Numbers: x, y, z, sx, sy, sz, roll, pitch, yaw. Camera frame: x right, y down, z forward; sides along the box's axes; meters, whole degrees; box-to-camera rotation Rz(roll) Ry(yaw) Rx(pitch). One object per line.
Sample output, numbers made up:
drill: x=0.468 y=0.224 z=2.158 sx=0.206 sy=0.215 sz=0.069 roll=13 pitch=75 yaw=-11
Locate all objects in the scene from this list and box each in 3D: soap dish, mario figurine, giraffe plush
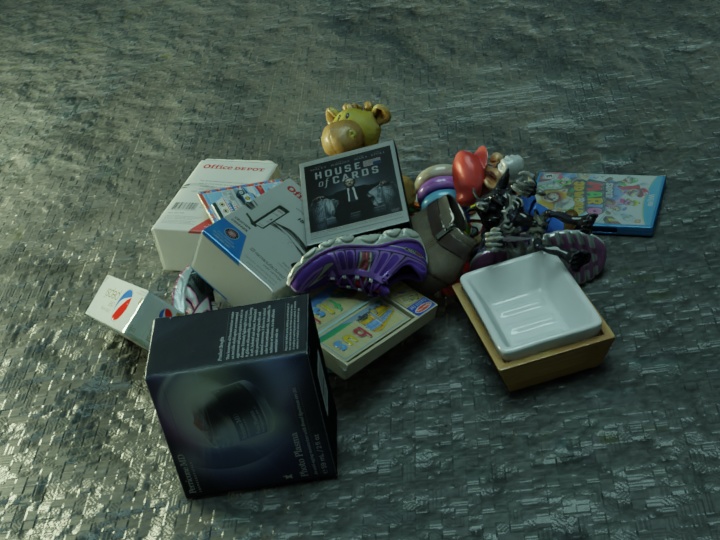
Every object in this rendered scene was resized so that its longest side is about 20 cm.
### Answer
soap dish: x=0.224 y=0.066 z=1.622 sx=0.155 sy=0.082 sz=0.201 roll=-16 pitch=34 yaw=-6
mario figurine: x=0.223 y=-0.120 z=1.780 sx=0.198 sy=0.124 sz=0.107 roll=31 pitch=37 yaw=-13
giraffe plush: x=-0.004 y=-0.174 z=1.911 sx=0.170 sy=0.165 sz=0.200 roll=-5 pitch=16 yaw=11

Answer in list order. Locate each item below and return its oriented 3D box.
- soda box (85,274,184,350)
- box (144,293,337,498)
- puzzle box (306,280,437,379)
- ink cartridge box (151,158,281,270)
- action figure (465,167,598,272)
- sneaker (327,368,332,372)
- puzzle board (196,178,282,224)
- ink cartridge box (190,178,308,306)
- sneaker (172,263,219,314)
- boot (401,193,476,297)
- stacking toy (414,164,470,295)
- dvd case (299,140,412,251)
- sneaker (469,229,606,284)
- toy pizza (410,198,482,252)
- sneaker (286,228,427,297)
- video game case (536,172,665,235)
soda box: x=-0.320 y=0.061 z=1.734 sx=0.069 sy=0.063 sz=0.199 roll=-60 pitch=26 yaw=-9
box: x=-0.139 y=0.156 z=1.498 sx=0.195 sy=0.202 sz=0.124 roll=-9 pitch=34 yaw=5
puzzle box: x=-0.006 y=0.061 z=1.640 sx=0.132 sy=0.026 sz=0.199 roll=33 pitch=40 yaw=25
ink cartridge box: x=-0.222 y=-0.088 z=1.972 sx=0.145 sy=0.084 sz=0.201 roll=4 pitch=38 yaw=20
action figure: x=0.215 y=-0.072 z=1.650 sx=0.198 sy=0.120 sz=0.102 roll=21 pitch=0 yaw=31
sneaker: x=-0.080 y=0.080 z=1.699 sx=0.196 sy=0.080 sz=0.131 roll=0 pitch=37 yaw=0
puzzle board: x=-0.141 y=-0.061 z=1.868 sx=0.149 sy=0.018 sz=0.201 roll=-11 pitch=52 yaw=-33
ink cartridge box: x=-0.121 y=-0.029 z=1.771 sx=0.145 sy=0.085 sz=0.199 roll=38 pitch=45 yaw=15
sneaker: x=-0.224 y=0.076 z=1.759 sx=0.085 sy=0.081 sz=0.202 roll=1 pitch=48 yaw=9
boot: x=0.079 y=-0.052 z=1.742 sx=0.146 sy=0.070 sz=0.201 roll=-46 pitch=56 yaw=21
stacking toy: x=0.126 y=-0.053 z=1.796 sx=0.084 sy=0.086 sz=0.202 roll=-7 pitch=56 yaw=7
dvd case: x=-0.010 y=-0.106 z=1.760 sx=0.148 sy=0.025 sz=0.201 roll=-14 pitch=40 yaw=4
sneaker: x=0.247 y=-0.021 z=1.752 sx=0.197 sy=0.082 sz=0.089 roll=-8 pitch=15 yaw=-1
toy pizza: x=0.121 y=-0.081 z=1.905 sx=0.197 sy=0.032 sz=0.201 roll=-8 pitch=35 yaw=6
sneaker: x=0.000 y=0.000 z=1.640 sx=0.197 sy=0.081 sz=0.084 roll=-12 pitch=68 yaw=-16
video game case: x=0.356 y=-0.104 z=1.881 sx=0.197 sy=0.018 sz=0.144 roll=4 pitch=37 yaw=21
